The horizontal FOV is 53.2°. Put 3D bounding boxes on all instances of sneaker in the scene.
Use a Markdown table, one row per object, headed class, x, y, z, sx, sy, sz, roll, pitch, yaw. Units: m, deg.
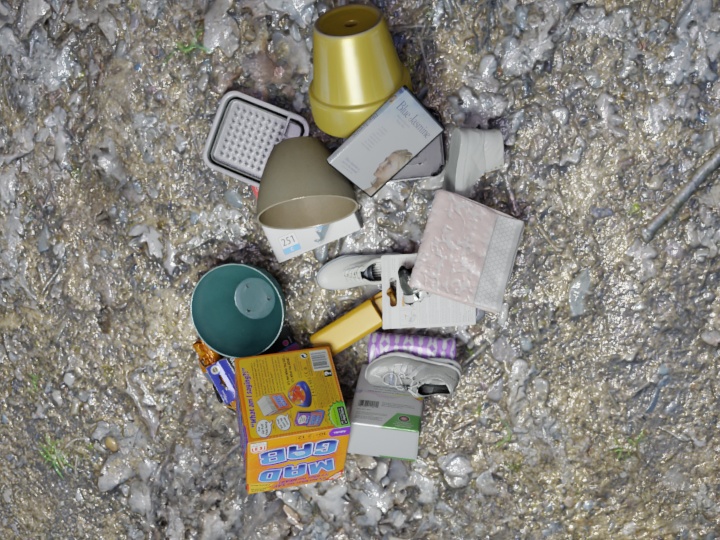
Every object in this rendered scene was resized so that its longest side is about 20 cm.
| class | x | y | z | sx | sy | sz | roll | pitch | yaw |
| --- | --- | --- | --- | --- | --- | --- | --- | --- | --- |
| sneaker | 0.162 | -0.011 | 1.432 | 0.200 | 0.066 | 0.091 | -26 | 108 | 1 |
| sneaker | 0.000 | 0.000 | 1.522 | 0.199 | 0.071 | 0.073 | -13 | 99 | 11 |
| sneaker | 0.232 | -0.191 | 1.446 | 0.115 | 0.074 | 0.200 | -5 | 127 | -17 |
| sneaker | 0.105 | 0.218 | 1.465 | 0.199 | 0.082 | 0.075 | -2 | 124 | 12 |

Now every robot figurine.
| class | x | y | z | sx | sy | sz | roll | pitch | yaw |
| --- | --- | --- | --- | --- | --- | --- | --- | --- | --- |
| robot figurine | -0.286 | 0.228 | 1.617 | 0.145 | 0.058 | 0.200 | -29 | 95 | 11 |

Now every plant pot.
| class | x | y | z | sx | sy | sz | roll | pitch | yaw |
| --- | --- | --- | --- | --- | --- | --- | --- | --- | --- |
| plant pot | -0.007 | -0.381 | 1.346 | 0.200 | 0.201 | 0.189 | -2 | 136 | 9 |
| plant pot | -0.245 | 0.072 | 1.540 | 0.199 | 0.135 | 0.201 | 2 | 101 | 9 |

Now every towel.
| class | x | y | z | sx | sy | sz | roll | pitch | yaw |
| --- | --- | --- | --- | --- | --- | --- | --- | --- | --- |
| towel | 0.209 | -0.036 | 1.396 | 0.191 | 0.032 | 0.201 | 18 | 81 | -6 |

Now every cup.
| class | x | y | z | sx | sy | sz | roll | pitch | yaw |
| --- | --- | --- | --- | --- | --- | --- | --- | --- | --- |
| cup | -0.114 | -0.178 | 1.414 | 0.200 | 0.200 | 0.144 | -13 | 77 | 11 |

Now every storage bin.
| class | x | y | z | sx | sy | sz | roll | pitch | yaw |
| --- | --- | --- | --- | --- | --- | --- | --- | --- | --- |
| storage bin | 0.068 | -0.251 | 1.450 | 0.199 | 0.094 | 0.136 | -5 | 101 | 9 |

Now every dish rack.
| class | x | y | z | sx | sy | sz | roll | pitch | yaw |
| --- | --- | --- | --- | --- | --- | --- | --- | --- | --- |
| dish rack | -0.216 | -0.267 | 1.510 | 0.200 | 0.044 | 0.172 | 22 | 99 | 3 |

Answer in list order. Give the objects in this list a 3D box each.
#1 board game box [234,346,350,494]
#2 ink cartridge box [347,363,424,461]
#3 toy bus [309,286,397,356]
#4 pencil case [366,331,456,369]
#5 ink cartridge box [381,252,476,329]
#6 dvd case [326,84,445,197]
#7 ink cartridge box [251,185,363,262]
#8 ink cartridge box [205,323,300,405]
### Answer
| class | x | y | z | sx | sy | sz | roll | pitch | yaw |
| --- | --- | --- | --- | --- | --- | --- | --- | --- | --- |
| board game box | -0.146 | 0.305 | 1.472 | 0.199 | 0.200 | 0.200 | -6 | 137 | -14 |
| ink cartridge box | 0.058 | 0.292 | 1.503 | 0.144 | 0.200 | 0.084 | 5 | 119 | 7 |
| toy bus | -0.006 | 0.112 | 1.538 | 0.200 | 0.078 | 0.065 | -33 | 86 | 13 |
| pencil case | 0.108 | 0.179 | 1.534 | 0.199 | 0.084 | 0.086 | 2 | 72 | 9 |
| ink cartridge box | 0.141 | 0.037 | 1.498 | 0.199 | 0.050 | 0.161 | -3 | 102 | -4 |
| dvd case | 0.050 | -0.237 | 1.351 | 0.200 | 0.143 | 0.018 | -42 | 48 | 14 |
| ink cartridge box | -0.118 | -0.134 | 1.527 | 0.200 | 0.045 | 0.177 | -22 | 98 | 12 |
| ink cartridge box | -0.228 | 0.206 | 1.575 | 0.200 | 0.037 | 0.095 | -29 | 96 | -13 |
